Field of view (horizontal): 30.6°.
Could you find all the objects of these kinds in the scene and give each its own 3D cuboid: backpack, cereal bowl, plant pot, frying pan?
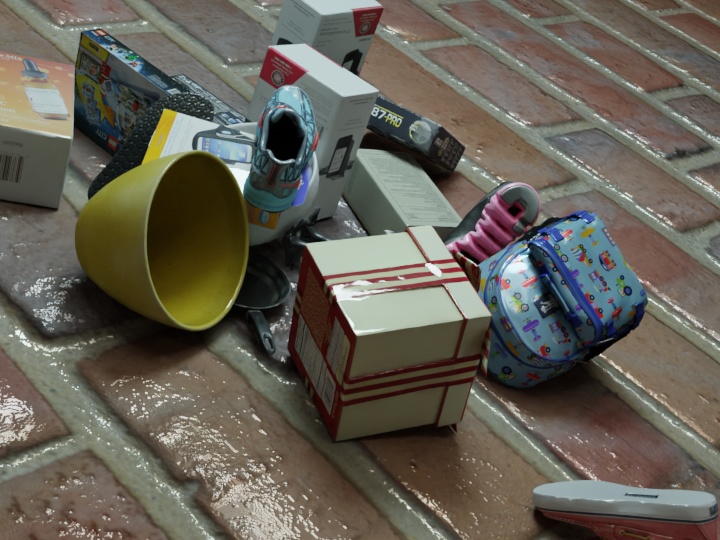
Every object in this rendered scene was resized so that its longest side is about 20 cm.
[{"bbox_3d":[0.228,0.040,1.622,0.199,0.134,0.184,-25,84,-32],"label":"backpack"},{"bbox_3d":[-0.148,-0.099,1.696,0.198,0.084,0.201,-3,42,3],"label":"cereal bowl"},{"bbox_3d":[-0.239,-0.034,1.498,0.141,0.202,0.200,1,21,29],"label":"plant pot"},{"bbox_3d":[-0.119,0.037,1.575,0.114,0.031,0.190,-13,47,-39],"label":"frying pan"}]

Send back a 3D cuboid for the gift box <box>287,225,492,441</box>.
[{"bbox_3d":[0.041,0.082,1.458,0.185,0.185,0.201,-8,47,-23],"label":"gift box"}]

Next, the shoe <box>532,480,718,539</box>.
[{"bbox_3d":[0.276,0.277,1.384,0.199,0.092,0.071,0,8,28],"label":"shoe"}]

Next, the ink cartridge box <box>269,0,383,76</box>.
[{"bbox_3d":[-0.066,-0.331,2.026,0.083,0.201,0.145,40,37,27],"label":"ink cartridge box"}]

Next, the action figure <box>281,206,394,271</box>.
[{"bbox_3d":[0.000,0.000,1.625,0.199,0.102,0.119,35,23,13],"label":"action figure"}]

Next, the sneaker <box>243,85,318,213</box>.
[{"bbox_3d":[-0.083,-0.163,1.571,0.079,0.096,0.201,15,46,-9],"label":"sneaker"}]

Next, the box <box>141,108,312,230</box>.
[{"bbox_3d":[-0.162,-0.121,1.602,0.198,0.042,0.120,18,46,-4],"label":"box"}]

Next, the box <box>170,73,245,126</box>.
[{"bbox_3d":[-0.247,-0.207,1.875,0.199,0.049,0.161,36,33,25],"label":"box"}]

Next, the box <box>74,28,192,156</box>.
[{"bbox_3d":[-0.311,-0.218,1.768,0.200,0.137,0.038,36,36,26],"label":"box"}]

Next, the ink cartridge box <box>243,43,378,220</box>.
[{"bbox_3d":[-0.080,-0.185,1.787,0.145,0.201,0.083,36,30,26],"label":"ink cartridge box"}]

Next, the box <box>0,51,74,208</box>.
[{"bbox_3d":[-0.446,-0.185,1.669,0.151,0.107,0.201,8,33,-18],"label":"box"}]

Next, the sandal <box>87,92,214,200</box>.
[{"bbox_3d":[-0.269,-0.151,1.670,0.075,0.200,0.048,46,-7,-5],"label":"sandal"}]

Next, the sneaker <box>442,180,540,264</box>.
[{"bbox_3d":[0.150,-0.043,1.726,0.079,0.200,0.095,44,9,-19],"label":"sneaker"}]

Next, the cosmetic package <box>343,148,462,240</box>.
[{"bbox_3d":[0.058,-0.087,1.831,0.103,0.074,0.200,2,35,-27],"label":"cosmetic package"}]

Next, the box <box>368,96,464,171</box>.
[{"bbox_3d":[0.061,-0.213,1.965,0.160,0.049,0.200,30,4,16],"label":"box"}]
